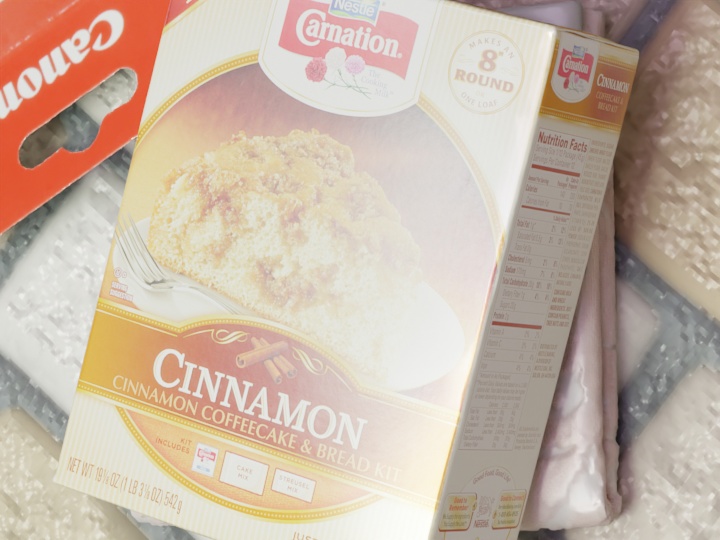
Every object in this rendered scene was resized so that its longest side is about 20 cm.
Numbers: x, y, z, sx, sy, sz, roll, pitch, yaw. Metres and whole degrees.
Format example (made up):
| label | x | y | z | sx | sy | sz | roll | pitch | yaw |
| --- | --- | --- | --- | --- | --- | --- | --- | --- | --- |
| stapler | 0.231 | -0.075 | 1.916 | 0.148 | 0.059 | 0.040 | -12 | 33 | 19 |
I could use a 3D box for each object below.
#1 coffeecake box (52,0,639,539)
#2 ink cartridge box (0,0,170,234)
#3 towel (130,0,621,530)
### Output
| label | x | y | z | sx | sy | sz | roll | pitch | yaw |
| --- | --- | --- | --- | --- | --- | --- | --- | --- | --- |
| coffeecake box | -0.006 | -0.001 | 1.011 | 0.153 | 0.073 | 0.201 | 16 | 95 | 29 |
| ink cartridge box | -0.147 | -0.126 | 1.122 | 0.162 | 0.050 | 0.201 | -33 | 61 | 23 |
| towel | 0.000 | 0.000 | 1.067 | 0.199 | 0.032 | 0.192 | -2 | 87 | 28 |
